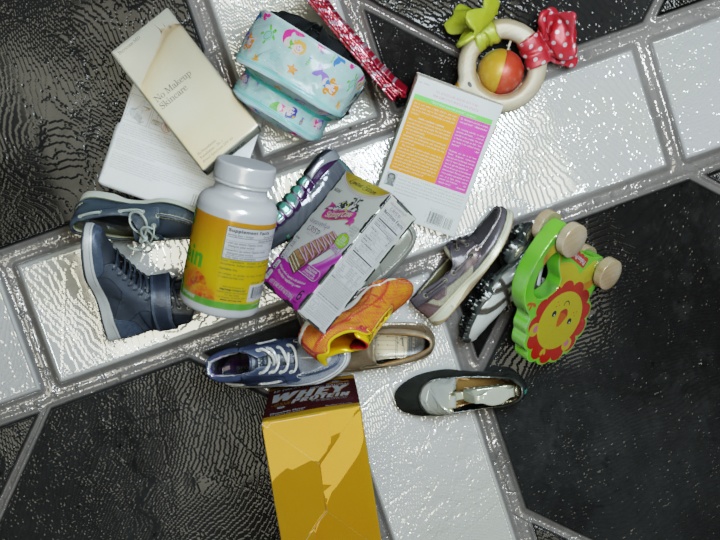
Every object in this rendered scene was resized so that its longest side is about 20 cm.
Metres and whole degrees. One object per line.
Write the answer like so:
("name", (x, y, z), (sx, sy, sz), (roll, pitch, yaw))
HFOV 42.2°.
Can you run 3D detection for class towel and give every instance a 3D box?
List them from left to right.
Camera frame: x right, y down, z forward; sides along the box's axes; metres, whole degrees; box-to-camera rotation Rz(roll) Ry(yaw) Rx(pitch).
("towel", (-0.005, -0.314, 1.286), (0.022, 0.145, 0.200), (-40, 96, 12))

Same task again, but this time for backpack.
("backpack", (-0.084, -0.266, 1.258), (0.176, 0.200, 0.152), (31, 93, -6))

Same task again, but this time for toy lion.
("toy lion", (0.275, 0.037, 1.325), (0.199, 0.068, 0.193), (32, 91, -46))

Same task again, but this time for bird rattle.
("bird rattle", (0.213, -0.310, 1.339), (0.198, 0.113, 0.165), (13, 108, -14))

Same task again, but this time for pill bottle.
("pill bottle", (-0.173, -0.047, 1.255), (0.110, 0.111, 0.202), (12, 104, -4))

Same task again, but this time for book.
("book", (0.108, -0.163, 1.336), (0.132, 0.048, 0.202), (19, 107, -5))

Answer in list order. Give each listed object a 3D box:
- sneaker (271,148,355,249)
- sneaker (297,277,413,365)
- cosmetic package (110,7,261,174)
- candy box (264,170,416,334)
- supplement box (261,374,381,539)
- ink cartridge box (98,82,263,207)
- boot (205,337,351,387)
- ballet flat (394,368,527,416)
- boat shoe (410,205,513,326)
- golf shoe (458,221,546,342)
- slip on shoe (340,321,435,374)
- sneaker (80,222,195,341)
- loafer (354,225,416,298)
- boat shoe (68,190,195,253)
("sneaker", (-0.079, -0.076, 1.339), (0.087, 0.074, 0.200), (40, 91, -10))
("sneaker", (0.005, 0.075, 1.319), (0.199, 0.073, 0.077), (-31, 59, -28))
("cosmetic package", (-0.236, -0.243, 1.280), (0.103, 0.073, 0.201), (-39, 94, -2))
("candy box", (-0.034, -0.029, 1.271), (0.201, 0.136, 0.061), (-51, 124, -5))
("supplement box", (-0.053, 0.270, 1.303), (0.131, 0.200, 0.200), (-9, 95, -2))
("ink cartridge box", (-0.253, -0.174, 1.336), (0.198, 0.044, 0.176), (19, 89, -4))
("boot", (-0.116, 0.132, 1.321), (0.197, 0.090, 0.074), (-12, 80, 11))
("ballet flat", (0.149, 0.179, 1.372), (0.197, 0.068, 0.069), (-8, 96, -2))
("boat shoe", (0.147, -0.015, 1.355), (0.064, 0.072, 0.201), (34, 98, -12))
("golf shoe", (0.220, 0.031, 1.360), (0.094, 0.078, 0.201), (33, 94, -5))
("slip on shoe", (0.012, 0.114, 1.363), (0.197, 0.061, 0.077), (-2, 95, -3))
("sneaker", (-0.303, 0.008, 1.300), (0.144, 0.077, 0.204), (-7, 133, -1))
("loafer", (0.000, 0.000, 1.348), (0.200, 0.070, 0.070), (-41, 92, 0))
("boat shoe", (-0.311, -0.066, 1.310), (0.197, 0.075, 0.062), (11, 50, 4))
